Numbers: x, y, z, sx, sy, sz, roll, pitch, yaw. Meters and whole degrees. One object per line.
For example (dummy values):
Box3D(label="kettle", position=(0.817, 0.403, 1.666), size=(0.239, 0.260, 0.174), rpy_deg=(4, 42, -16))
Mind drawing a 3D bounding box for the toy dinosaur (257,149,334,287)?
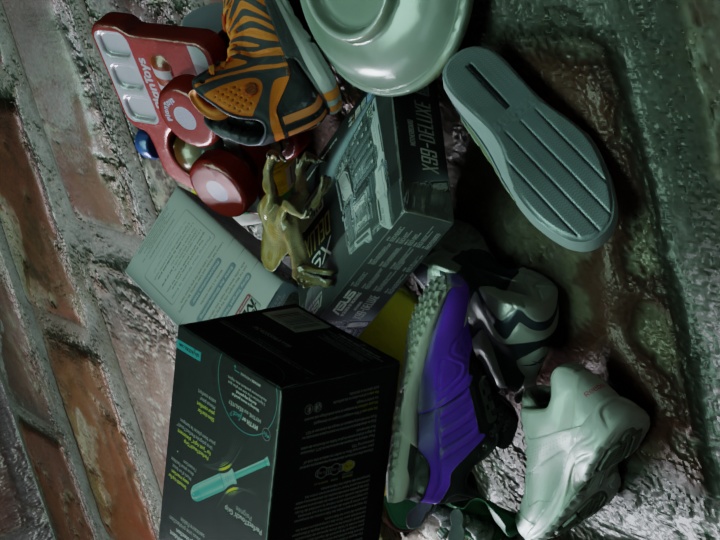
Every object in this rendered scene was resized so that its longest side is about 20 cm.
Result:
Box3D(label="toy dinosaur", position=(-0.070, -0.052, 1.542), size=(0.200, 0.058, 0.102), rpy_deg=(-130, 54, -61))

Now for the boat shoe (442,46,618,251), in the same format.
Box3D(label="boat shoe", position=(0.132, -0.088, 1.338), size=(0.201, 0.072, 0.062), rpy_deg=(58, 180, 31))

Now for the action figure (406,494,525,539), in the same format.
Box3D(label="action figure", position=(0.105, 0.224, 1.566), size=(0.117, 0.055, 0.200), rpy_deg=(21, 178, 28))

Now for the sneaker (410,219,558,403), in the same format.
Box3D(label="sneaker", position=(0.090, 0.043, 1.506), size=(0.199, 0.079, 0.131), rpy_deg=(29, 128, 42))

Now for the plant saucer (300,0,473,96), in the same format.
Box3D(label="plant saucer", position=(0.004, -0.236, 1.408), size=(0.199, 0.050, 0.202), rpy_deg=(14, 109, 46))

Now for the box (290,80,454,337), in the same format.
Box3D(label="box", position=(0.006, -0.053, 1.504), size=(0.200, 0.049, 0.159), rpy_deg=(130, 144, -47))

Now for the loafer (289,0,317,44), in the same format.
Box3D(label="loafer", position=(-0.049, -0.231, 1.589), size=(0.200, 0.063, 0.072), rpy_deg=(-9, 103, 66))

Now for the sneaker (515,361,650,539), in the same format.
Box3D(label="sneaker", position=(0.164, 0.142, 1.442), size=(0.100, 0.078, 0.201), rpy_deg=(52, 143, 25))

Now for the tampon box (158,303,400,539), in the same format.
Box3D(label="tampon box", position=(-0.068, 0.152, 1.461), size=(0.149, 0.126, 0.202), rpy_deg=(27, 117, 45))

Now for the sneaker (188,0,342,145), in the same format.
Box3D(label="sneaker", position=(-0.106, -0.190, 1.519), size=(0.201, 0.111, 0.078), rpy_deg=(58, 172, 32))

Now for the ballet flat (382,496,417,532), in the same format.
Box3D(label="ballet flat", position=(0.019, 0.168, 1.801), size=(0.071, 0.069, 0.201), rpy_deg=(-142, 33, -69))

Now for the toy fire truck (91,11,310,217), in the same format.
Box3D(label="toy fire truck", position=(-0.152, -0.144, 1.644), size=(0.167, 0.112, 0.201), rpy_deg=(13, 138, 35))

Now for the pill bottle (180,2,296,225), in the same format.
Box3D(label="pill bottle", position=(-0.123, -0.156, 1.756), size=(0.113, 0.112, 0.201), rpy_deg=(41, 145, 47))

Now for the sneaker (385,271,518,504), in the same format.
Box3D(label="sneaker", position=(0.081, 0.098, 1.435), size=(0.070, 0.099, 0.202), rpy_deg=(-90, 9, -68))

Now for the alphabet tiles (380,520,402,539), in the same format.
Box3D(label="alphabet tiles", position=(-0.001, 0.199, 1.840), size=(0.167, 0.007, 0.201), rpy_deg=(-14, -98, -85))

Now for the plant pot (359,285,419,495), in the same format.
Box3D(label="plant pot", position=(0.018, 0.122, 1.622), size=(0.200, 0.200, 0.142), rpy_deg=(51, -171, 33))

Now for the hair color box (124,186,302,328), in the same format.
Box3D(label="hair color box", position=(-0.128, 0.014, 1.636), size=(0.099, 0.060, 0.200), rpy_deg=(-57, 44, 7))

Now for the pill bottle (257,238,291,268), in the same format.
Box3D(label="pill bottle", position=(-0.089, 0.037, 1.849), size=(0.200, 0.114, 0.115), rpy_deg=(24, 132, 58))
